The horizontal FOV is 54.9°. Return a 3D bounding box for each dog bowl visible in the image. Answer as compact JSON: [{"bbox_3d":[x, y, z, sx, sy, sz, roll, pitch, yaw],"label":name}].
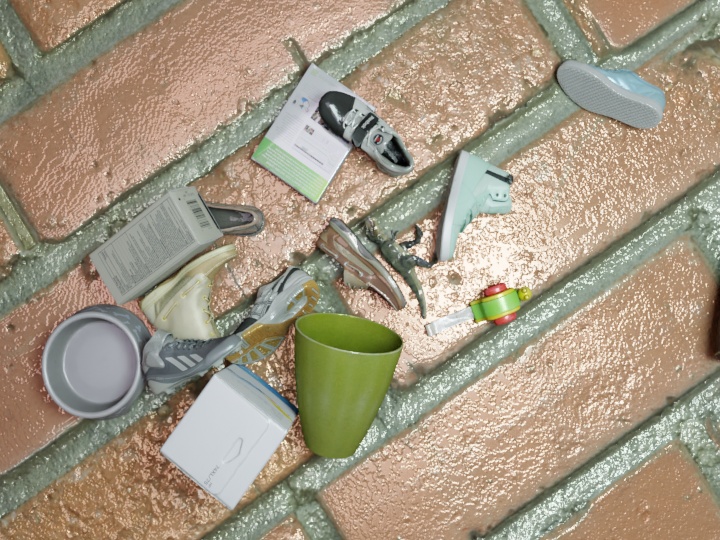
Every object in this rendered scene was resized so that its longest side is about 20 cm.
[{"bbox_3d":[-0.456,0.161,1.199,0.194,0.059,0.206,0,88,0],"label":"dog bowl"}]

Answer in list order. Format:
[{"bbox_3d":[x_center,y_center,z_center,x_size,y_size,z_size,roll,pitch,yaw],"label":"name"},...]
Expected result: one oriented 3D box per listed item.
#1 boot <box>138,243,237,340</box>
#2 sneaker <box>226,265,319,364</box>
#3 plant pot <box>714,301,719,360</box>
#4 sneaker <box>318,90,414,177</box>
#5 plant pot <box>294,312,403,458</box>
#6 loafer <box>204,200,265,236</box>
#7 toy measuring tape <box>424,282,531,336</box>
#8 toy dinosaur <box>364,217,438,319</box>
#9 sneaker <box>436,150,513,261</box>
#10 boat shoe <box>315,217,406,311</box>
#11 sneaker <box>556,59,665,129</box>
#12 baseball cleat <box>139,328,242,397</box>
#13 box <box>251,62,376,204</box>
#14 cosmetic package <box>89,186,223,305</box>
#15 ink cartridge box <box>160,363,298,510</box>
[{"bbox_3d":[-0.264,0.064,1.195,0.198,0.073,0.157,-35,88,0],"label":"boot"},{"bbox_3d":[-0.160,0.076,1.198,0.199,0.076,0.088,-40,47,-5],"label":"sneaker"},{"bbox_3d":[0.688,0.043,1.165,0.181,0.187,0.206,4,74,0],"label":"plant pot"},{"bbox_3d":[0.018,-0.235,1.173,0.198,0.088,0.075,35,89,-16],"label":"sneaker"},{"bbox_3d":[-0.035,0.198,1.156,0.182,0.187,0.206,10,103,0],"label":"plant pot"},{"bbox_3d":[-0.266,-0.090,1.205,0.194,0.063,0.074,-2,87,-1],"label":"loafer"},{"bbox_3d":[0.207,0.071,1.200,0.195,0.074,0.075,-21,88,-1],"label":"toy measuring tape"},{"bbox_3d":[0.087,-0.024,1.218,0.087,0.047,0.202,-35,93,2],"label":"toy dinosaur"},{"bbox_3d":[0.201,-0.099,1.190,0.115,0.074,0.205,18,74,-1],"label":"sneaker"},{"bbox_3d":[0.000,0.000,1.204,0.072,0.076,0.200,-43,80,2],"label":"boat shoe"},{"bbox_3d":[0.444,-0.324,1.225,0.197,0.074,0.083,31,58,5],"label":"sneaker"},{"bbox_3d":[-0.286,0.132,1.130,0.197,0.070,0.108,-30,92,20],"label":"baseball cleat"},{"bbox_3d":[-0.082,-0.241,1.227,0.143,0.036,0.202,34,87,1],"label":"box"},{"bbox_3d":[-0.341,-0.042,1.158,0.197,0.087,0.105,-31,92,20],"label":"cosmetic package"},{"bbox_3d":[-0.204,0.258,1.126,0.145,0.200,0.148,37,88,1],"label":"ink cartridge box"}]
